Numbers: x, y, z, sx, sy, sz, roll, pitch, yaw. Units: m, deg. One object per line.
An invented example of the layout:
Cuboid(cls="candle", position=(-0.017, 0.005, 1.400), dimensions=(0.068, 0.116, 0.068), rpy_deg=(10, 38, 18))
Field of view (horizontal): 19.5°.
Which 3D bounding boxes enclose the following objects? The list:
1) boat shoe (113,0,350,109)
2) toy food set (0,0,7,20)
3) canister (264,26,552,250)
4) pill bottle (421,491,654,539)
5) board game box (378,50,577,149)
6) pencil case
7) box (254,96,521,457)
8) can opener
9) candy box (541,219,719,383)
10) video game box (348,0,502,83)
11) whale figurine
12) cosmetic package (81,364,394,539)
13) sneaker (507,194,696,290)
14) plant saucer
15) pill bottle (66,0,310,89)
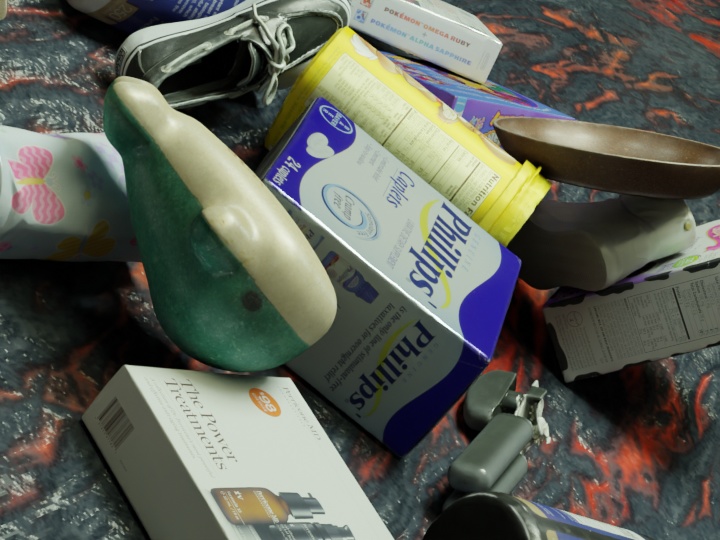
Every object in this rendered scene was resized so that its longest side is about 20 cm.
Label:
Cuboid(cls="boat shoe", position=(-0.084, -0.165, 1.582), dimensions=(0.198, 0.074, 0.068), rpy_deg=(-14, 37, -31))
Cuboid(cls="toy food set", position=(-0.247, -0.181, 1.362), dimensions=(0.060, 0.144, 0.200), rpy_deg=(-3, 35, -4))
Cuboid(cls="canister", position=(0.032, -0.081, 1.616), dimensions=(0.200, 0.149, 0.087), rpy_deg=(38, 64, 0))
Cuboid(cls="pill bottle", position=(0.136, 0.212, 1.318), dimensions=(0.199, 0.112, 0.112), rpy_deg=(21, 31, -38))
Cuboid(cls="board game box", position=(0.075, -0.139, 1.771), dimensions=(0.134, 0.045, 0.200), rpy_deg=(27, 13, 33))
Cuboid(cls="pencil case", position=(-0.190, -0.050, 1.308), dimensions=(0.199, 0.083, 0.091), rpy_deg=(4, 53, -54))
Cuboid(cls="box", position=(0.000, 0.000, 1.479), dimensions=(0.200, 0.105, 0.184), rpy_deg=(39, 25, -6))
Cuboid(cls="can opener", position=(0.092, 0.127, 1.485), dimensions=(0.066, 0.053, 0.200), rpy_deg=(9, 18, 14))
Cuboid(cls="candy box", position=(0.269, 0.015, 1.727), dimensions=(0.072, 0.199, 0.168), rpy_deg=(70, 23, -8))
Cuboid(cls="video game box", position=(0.026, -0.232, 1.871), dimensions=(0.181, 0.047, 0.200), rpy_deg=(25, 11, -8))
Cuboid(cls="whale figurine", position=(-0.103, -0.024, 1.278), dimensions=(0.200, 0.104, 0.159), rpy_deg=(51, 2, -12))
Cuboid(cls="cosmetic package", position=(-0.054, 0.147, 1.222), dimensions=(0.150, 0.052, 0.200), rpy_deg=(10, 38, -53))
Cuboid(cls="sneaker", position=(0.198, -0.033, 1.737), dimensions=(0.200, 0.115, 0.074), rpy_deg=(21, -51, 63))
Cuboid(cls="plant saucer", position=(0.200, -0.087, 1.645), dimensions=(0.199, 0.035, 0.200), rpy_deg=(7, 12, -1))
Cuboid(cls="pill bottle", position=(-0.126, -0.222, 1.650), dimensions=(0.199, 0.116, 0.116), rpy_deg=(23, 30, -34))
